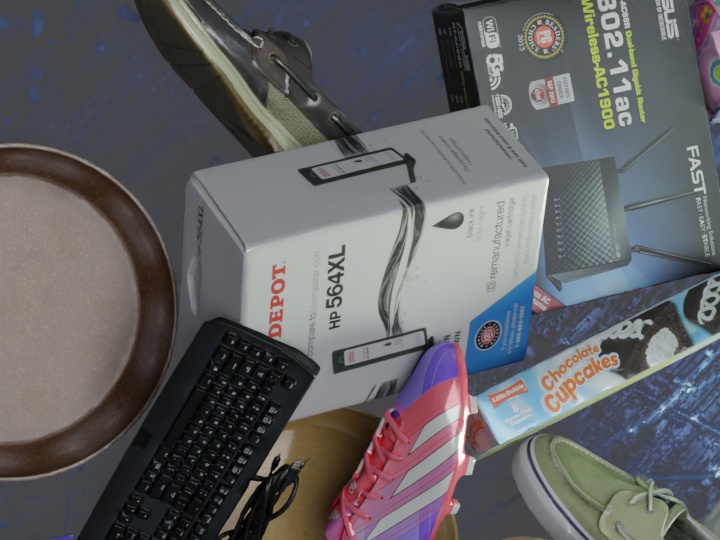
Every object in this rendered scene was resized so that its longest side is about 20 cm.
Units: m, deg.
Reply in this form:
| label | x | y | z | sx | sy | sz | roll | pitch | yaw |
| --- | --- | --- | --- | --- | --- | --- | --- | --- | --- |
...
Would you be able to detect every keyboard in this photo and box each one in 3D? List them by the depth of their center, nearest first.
| label | x | y | z | sx | sy | sz | roll | pitch | yaw |
| --- | --- | --- | --- | --- | --- | --- | --- | --- | --- |
| keyboard | -0.084 | 0.122 | 1.638 | 0.104 | 0.040 | 0.200 | 21 | 125 | -15 |

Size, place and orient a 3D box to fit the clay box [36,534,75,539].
| label | x | y | z | sx | sy | sz | roll | pitch | yaw |
| --- | --- | --- | --- | --- | --- | --- | --- | --- | --- |
| clay box | -0.208 | 0.264 | 1.656 | 0.114 | 0.048 | 0.201 | -8 | 75 | -16 |

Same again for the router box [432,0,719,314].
| label | x | y | z | sx | sy | sz | roll | pitch | yaw |
| --- | --- | --- | --- | --- | --- | --- | --- | --- | --- |
| router box | 0.139 | -0.082 | 1.757 | 0.149 | 0.062 | 0.201 | -13 | 98 | -16 |

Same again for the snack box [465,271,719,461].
| label | x | y | z | sx | sy | sz | roll | pitch | yaw |
| --- | --- | --- | --- | --- | --- | --- | --- | --- | --- |
| snack box | 0.151 | 0.057 | 1.743 | 0.199 | 0.116 | 0.037 | -26 | 84 | -13 |

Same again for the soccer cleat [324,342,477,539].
| label | x | y | z | sx | sy | sz | roll | pitch | yaw |
| --- | --- | --- | --- | --- | --- | --- | --- | --- | --- |
| soccer cleat | 0.018 | 0.133 | 1.686 | 0.076 | 0.067 | 0.201 | 8 | 117 | -12 |

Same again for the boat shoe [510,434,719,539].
| label | x | y | z | sx | sy | sz | roll | pitch | yaw |
| --- | --- | --- | --- | --- | --- | --- | --- | --- | --- |
| boat shoe | 0.181 | 0.164 | 1.751 | 0.200 | 0.072 | 0.062 | 41 | 124 | 13 |

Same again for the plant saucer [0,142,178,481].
| label | x | y | z | sx | sy | sz | roll | pitch | yaw |
| --- | --- | --- | --- | --- | --- | --- | --- | --- | --- |
| plant saucer | -0.209 | 0.024 | 1.677 | 0.199 | 0.034 | 0.202 | -2 | 96 | -16 |

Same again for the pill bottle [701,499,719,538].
| label | x | y | z | sx | sy | sz | roll | pitch | yaw |
| --- | --- | --- | --- | --- | --- | --- | --- | --- | --- |
| pill bottle | 0.313 | 0.223 | 1.810 | 0.111 | 0.111 | 0.200 | -43 | 105 | -9 |

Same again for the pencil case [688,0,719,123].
| label | x | y | z | sx | sy | sz | roll | pitch | yaw |
| --- | --- | --- | --- | --- | --- | --- | --- | --- | --- |
| pencil case | 0.302 | -0.153 | 1.788 | 0.199 | 0.087 | 0.088 | -13 | 98 | -16 |

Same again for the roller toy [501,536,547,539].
| label | x | y | z | sx | sy | sz | roll | pitch | yaw |
| --- | --- | --- | --- | --- | --- | --- | --- | --- | --- |
| roller toy | 0.124 | 0.257 | 1.710 | 0.140 | 0.200 | 0.183 | -50 | 115 | -20 |

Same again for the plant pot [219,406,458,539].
| label | x | y | z | sx | sy | sz | roll | pitch | yaw |
| --- | --- | --- | --- | --- | --- | --- | --- | --- | --- |
| plant pot | -0.037 | 0.179 | 1.746 | 0.199 | 0.027 | 0.201 | -2 | 96 | -16 |

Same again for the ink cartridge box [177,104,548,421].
| label | x | y | z | sx | sy | sz | roll | pitch | yaw |
| --- | --- | --- | --- | --- | --- | --- | --- | --- | --- |
| ink cartridge box | 0.000 | 0.000 | 1.669 | 0.199 | 0.084 | 0.147 | -15 | 132 | -23 |

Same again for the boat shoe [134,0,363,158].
| label | x | y | z | sx | sy | sz | roll | pitch | yaw |
| --- | --- | --- | --- | --- | --- | --- | --- | --- | --- |
| boat shoe | -0.057 | -0.114 | 1.695 | 0.066 | 0.072 | 0.201 | -45 | 111 | -14 |
